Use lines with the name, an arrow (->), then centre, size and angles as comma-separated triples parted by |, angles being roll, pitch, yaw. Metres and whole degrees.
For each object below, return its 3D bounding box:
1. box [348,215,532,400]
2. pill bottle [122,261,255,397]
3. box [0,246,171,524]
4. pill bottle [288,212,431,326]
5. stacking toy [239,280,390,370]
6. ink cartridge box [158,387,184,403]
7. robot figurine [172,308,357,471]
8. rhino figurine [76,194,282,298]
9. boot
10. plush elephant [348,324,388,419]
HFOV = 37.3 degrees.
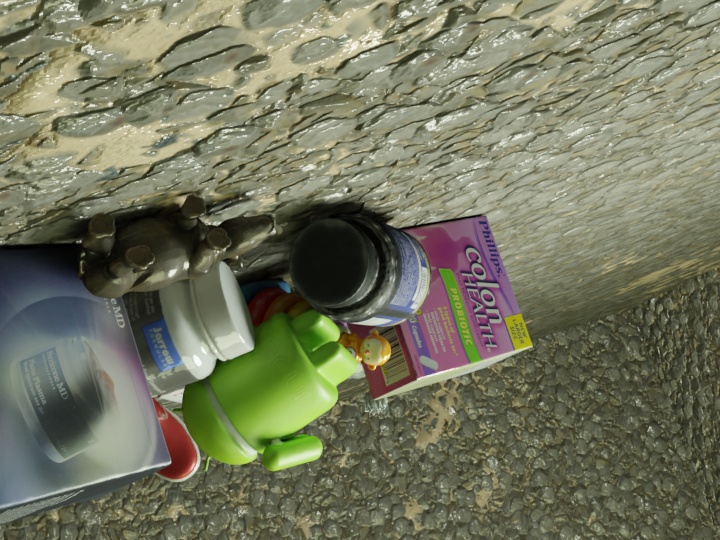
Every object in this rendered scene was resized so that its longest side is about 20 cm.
box -> 0.087, 0.043, 1.306 | 0.198, 0.178, 0.096 | -10, 167, -38
pill bottle -> -0.214, 0.069, 1.078 | 0.197, 0.115, 0.114 | -21, 169, 6
box -> -0.282, 0.093, 0.854 | 0.122, 0.203, 0.197 | -26, 168, 33
pill bottle -> 0.000, 0.000, 1.120 | 0.110, 0.113, 0.200 | -22, 168, 15
stacking toy -> -0.051, 0.081, 1.227 | 0.197, 0.118, 0.109 | 9, -172, 32
ink cartridge box -> -0.190, 0.115, 1.418 | 0.143, 0.085, 0.200 | -20, 169, 0
robot figurine -> -0.104, 0.125, 1.132 | 0.199, 0.177, 0.116 | -34, 155, 3
rhino figurine -> -0.148, -0.022, 0.897 | 0.198, 0.061, 0.087 | -13, 164, -39
boot -> -0.272, 0.168, 1.262 | 0.072, 0.200, 0.144 | -43, 173, -11
plush elephant -> -0.046, 0.098, 1.405 | 0.152, 0.204, 0.165 | -3, 175, -5
